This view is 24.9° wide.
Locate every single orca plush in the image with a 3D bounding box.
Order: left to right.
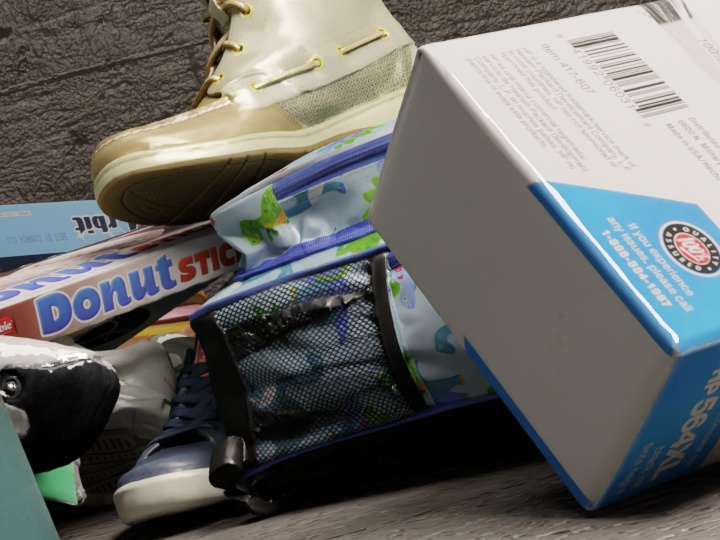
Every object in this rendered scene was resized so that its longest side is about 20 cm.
[{"bbox_3d":[-0.186,0.063,0.614,0.199,0.071,0.105,7,-24,14],"label":"orca plush"}]

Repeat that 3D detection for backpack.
[{"bbox_3d":[0.041,0.003,0.717,0.199,0.148,0.183,-15,1,22],"label":"backpack"}]

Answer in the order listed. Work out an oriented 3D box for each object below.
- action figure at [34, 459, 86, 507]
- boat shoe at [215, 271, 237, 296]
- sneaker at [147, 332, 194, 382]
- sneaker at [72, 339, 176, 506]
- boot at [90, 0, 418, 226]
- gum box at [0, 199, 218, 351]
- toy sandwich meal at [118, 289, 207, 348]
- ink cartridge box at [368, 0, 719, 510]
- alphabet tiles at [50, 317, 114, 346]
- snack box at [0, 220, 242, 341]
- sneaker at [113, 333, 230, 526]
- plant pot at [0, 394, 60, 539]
[{"bbox_3d":[-0.163,0.084,0.726,0.118,0.055,0.200,-13,19,4],"label":"action figure"},{"bbox_3d":[0.000,0.000,0.866,0.200,0.072,0.068,-19,8,41],"label":"boat shoe"},{"bbox_3d":[-0.107,0.087,1.006,0.087,0.076,0.200,1,9,16],"label":"sneaker"},{"bbox_3d":[-0.187,0.083,0.873,0.199,0.078,0.100,-7,35,5],"label":"sneaker"},{"bbox_3d":[-0.063,-0.113,0.783,0.200,0.155,0.072,-19,-11,-35],"label":"boot"},{"bbox_3d":[-0.190,0.019,0.916,0.170,0.045,0.200,-6,-19,-44],"label":"gum box"},{"bbox_3d":[-0.195,0.077,1.129,0.205,0.070,0.205,-27,-28,-16],"label":"toy sandwich meal"},{"bbox_3d":[0.128,-0.021,0.569,0.199,0.146,0.084,-14,-39,-30],"label":"ink cartridge box"},{"bbox_3d":[-0.219,0.057,0.776,0.200,0.015,0.195,-25,6,-28],"label":"alphabet tiles"},{"bbox_3d":[-0.130,0.008,0.746,0.072,0.024,0.200,1,17,43],"label":"snack box"},{"bbox_3d":[-0.067,0.063,0.785,0.075,0.085,0.200,-14,2,18],"label":"sneaker"},{"bbox_3d":[-0.223,0.089,0.505,0.141,0.142,0.200,-14,12,30],"label":"plant pot"}]
